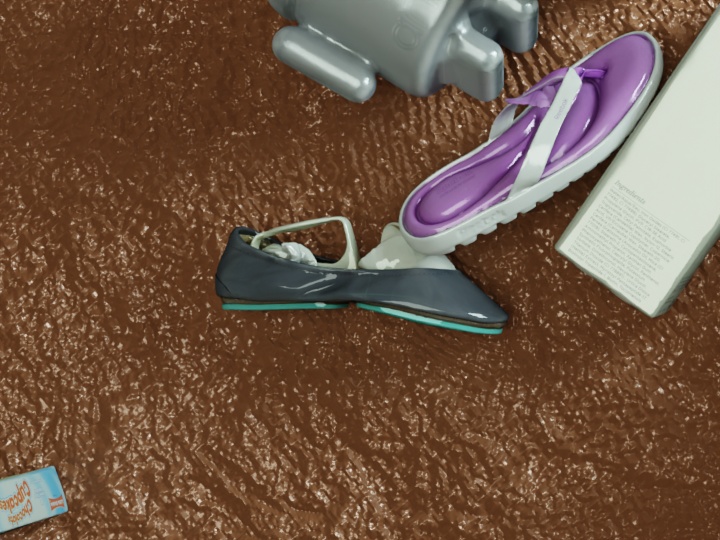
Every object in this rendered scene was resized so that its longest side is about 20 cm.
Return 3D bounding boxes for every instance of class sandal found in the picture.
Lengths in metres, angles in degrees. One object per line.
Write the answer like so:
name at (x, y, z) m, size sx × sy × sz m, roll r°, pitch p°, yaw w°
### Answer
sandal at (0.105, -0.084, 1.651) m, size 0.203 × 0.050 × 0.082 m, roll -40°, pitch 41°, yaw 3°

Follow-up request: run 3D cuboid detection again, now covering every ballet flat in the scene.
ballet flat at (0.000, 0.000, 1.705) m, size 0.200 × 0.073 × 0.073 m, roll 5°, pitch 94°, yaw 18°

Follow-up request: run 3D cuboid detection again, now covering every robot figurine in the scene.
robot figurine at (0.017, -0.187, 1.668) m, size 0.200 × 0.113 × 0.170 m, roll 31°, pitch 72°, yaw 13°

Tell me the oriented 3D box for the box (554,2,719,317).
box at (0.211, -0.073, 1.639) m, size 0.082 × 0.068 × 0.200 m, roll 37°, pitch 101°, yaw 11°

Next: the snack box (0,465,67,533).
snack box at (-0.311, 0.180, 1.777) m, size 0.200 × 0.116 × 0.037 m, roll -18°, pitch 87°, yaw 17°
